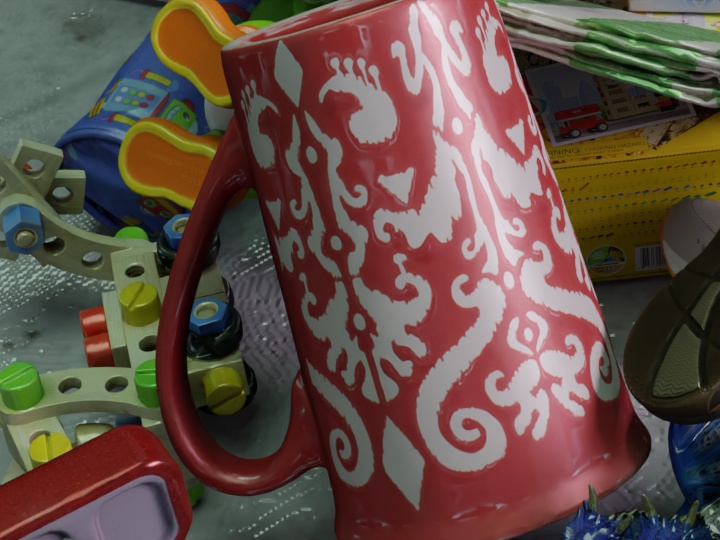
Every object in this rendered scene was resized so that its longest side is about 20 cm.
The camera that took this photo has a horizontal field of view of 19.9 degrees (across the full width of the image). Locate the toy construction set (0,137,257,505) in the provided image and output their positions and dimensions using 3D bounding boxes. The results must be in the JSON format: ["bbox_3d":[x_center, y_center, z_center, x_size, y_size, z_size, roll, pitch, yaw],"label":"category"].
[{"bbox_3d":[-0.118,0.030,0.910,0.130,0.092,0.201,-14,54,-4],"label":"toy construction set"}]

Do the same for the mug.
[{"bbox_3d":[0.007,0.000,0.797,0.176,0.202,0.133,-21,12,-19],"label":"mug"}]

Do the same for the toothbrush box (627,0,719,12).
[{"bbox_3d":[0.190,-0.217,0.911,0.145,0.201,0.086,4,45,13],"label":"toothbrush box"}]

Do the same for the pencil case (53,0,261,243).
[{"bbox_3d":[-0.079,-0.100,1.041,0.078,0.087,0.201,37,51,-8],"label":"pencil case"}]

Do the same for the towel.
[{"bbox_3d":[0.093,-0.102,0.885,0.198,0.024,0.152,16,13,26],"label":"towel"}]

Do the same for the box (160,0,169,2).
[{"bbox_3d":[-0.092,-0.287,1.151,0.130,0.201,0.200,13,47,22],"label":"box"}]

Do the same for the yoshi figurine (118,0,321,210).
[{"bbox_3d":[-0.041,-0.088,0.939,0.112,0.113,0.200,-19,-1,29],"label":"yoshi figurine"}]

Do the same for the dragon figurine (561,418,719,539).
[{"bbox_3d":[0.151,0.080,0.791,0.059,0.100,0.200,29,55,34],"label":"dragon figurine"}]

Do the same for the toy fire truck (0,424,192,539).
[{"bbox_3d":[-0.144,0.151,0.721,0.199,0.169,0.112,-25,44,-16],"label":"toy fire truck"}]

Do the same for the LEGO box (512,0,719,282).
[{"bbox_3d":[0.137,-0.075,0.975,0.198,0.078,0.150,-7,43,3],"label":"LEGO box"}]

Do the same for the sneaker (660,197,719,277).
[{"bbox_3d":[0.224,-0.007,0.863,0.199,0.093,0.076,21,21,24],"label":"sneaker"}]

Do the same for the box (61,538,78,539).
[{"bbox_3d":[-0.106,0.210,0.643,0.155,0.201,0.041,-31,8,-21],"label":"box"}]

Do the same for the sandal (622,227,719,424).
[{"bbox_3d":[0.181,-0.004,0.802,0.200,0.055,0.081,-47,32,-23],"label":"sandal"}]
